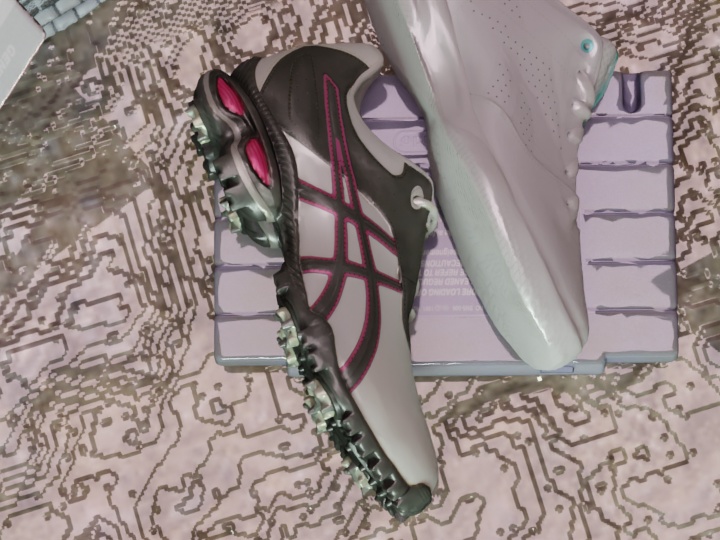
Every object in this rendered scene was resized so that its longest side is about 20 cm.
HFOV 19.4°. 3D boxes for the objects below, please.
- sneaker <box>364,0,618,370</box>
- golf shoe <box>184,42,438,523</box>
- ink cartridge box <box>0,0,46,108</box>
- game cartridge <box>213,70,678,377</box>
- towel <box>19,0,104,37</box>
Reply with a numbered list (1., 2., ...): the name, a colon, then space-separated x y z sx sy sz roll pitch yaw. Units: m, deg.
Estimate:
1. sneaker: 0.070 -0.062 0.864 0.088 0.075 0.201 -17 81 -12
2. golf shoe: 0.000 0.000 0.854 0.088 0.077 0.201 -21 83 -8
3. ink cartridge box: -0.217 -0.092 0.863 0.174 0.044 0.200 46 123 9
4. game cartridge: 0.036 -0.020 0.907 0.199 0.038 0.131 0 86 2
5. towel: -0.154 -0.194 0.910 0.200 0.086 0.166 -36 83 -3
